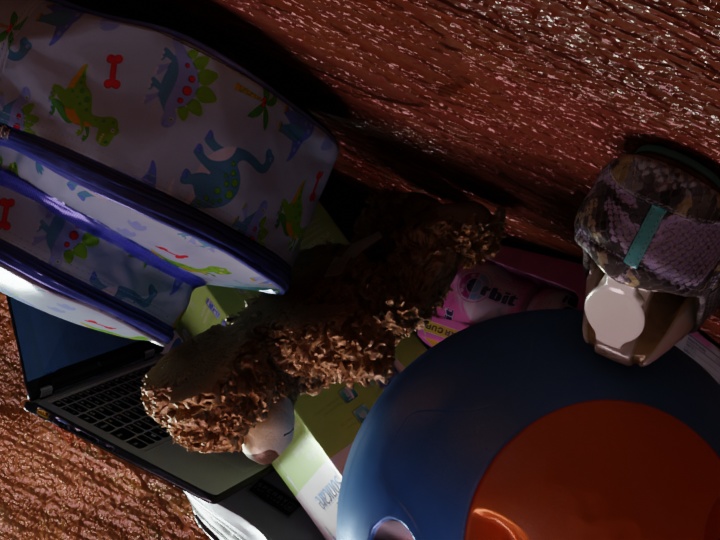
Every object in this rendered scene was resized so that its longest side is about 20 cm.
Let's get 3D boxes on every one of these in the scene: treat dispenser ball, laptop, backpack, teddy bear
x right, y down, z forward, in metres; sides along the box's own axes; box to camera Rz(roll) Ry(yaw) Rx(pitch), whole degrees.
[{"bbox_3d":[0.089,0.118,0.982,0.200,0.201,0.201,25,172,4],"label":"treat dispenser ball"},{"bbox_3d":[-0.119,0.030,1.282,0.200,0.116,0.187,26,-166,15],"label":"laptop"},{"bbox_3d":[-0.121,-0.048,1.014,0.200,0.147,0.183,14,170,38],"label":"backpack"},{"bbox_3d":[-0.011,0.028,1.045,0.145,0.200,0.067,-1,125,49],"label":"teddy bear"}]

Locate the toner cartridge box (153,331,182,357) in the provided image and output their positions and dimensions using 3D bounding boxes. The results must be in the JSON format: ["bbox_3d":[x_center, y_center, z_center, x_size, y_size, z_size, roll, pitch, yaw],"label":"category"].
[{"bbox_3d":[-0.105,0.089,1.412,0.200,0.095,0.043,26,171,-5],"label":"toner cartridge box"}]

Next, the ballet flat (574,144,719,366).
[{"bbox_3d":[0.117,0.003,0.898,0.072,0.072,0.200,24,172,12],"label":"ballet flat"}]

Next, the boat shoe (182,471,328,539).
[{"bbox_3d":[-0.039,0.173,1.301,0.199,0.074,0.068,29,145,30],"label":"boat shoe"}]

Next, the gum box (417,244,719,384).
[{"bbox_3d":[0.131,0.053,1.167,0.113,0.066,0.200,16,167,42],"label":"gum box"}]

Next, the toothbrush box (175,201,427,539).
[{"bbox_3d":[-0.030,0.049,1.210,0.200,0.086,0.146,55,164,7],"label":"toothbrush box"}]

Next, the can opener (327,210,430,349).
[{"bbox_3d":[0.000,0.000,1.263,0.053,0.067,0.200,33,174,-37],"label":"can opener"}]
